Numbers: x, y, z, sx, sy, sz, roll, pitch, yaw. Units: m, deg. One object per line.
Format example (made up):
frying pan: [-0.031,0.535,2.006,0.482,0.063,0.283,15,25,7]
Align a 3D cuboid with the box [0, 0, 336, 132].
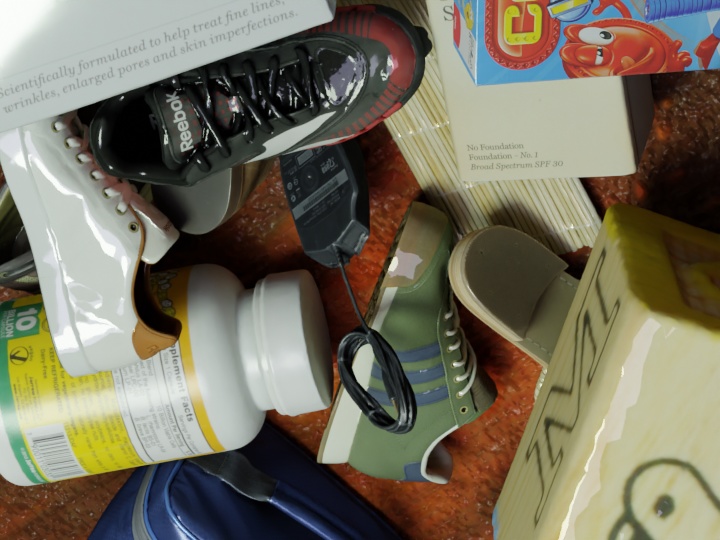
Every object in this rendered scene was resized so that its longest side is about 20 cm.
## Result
box: [-0.134,-0.208,1.539,0.198,0.131,0.201,-17,117,11]

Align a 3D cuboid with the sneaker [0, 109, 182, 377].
sneaker: [-0.148,-0.044,1.685,0.084,0.073,0.201,-11,108,12]

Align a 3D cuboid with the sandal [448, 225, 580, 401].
sandal: [0.126,0.053,1.740,0.212,0.078,0.070,43,160,-14]

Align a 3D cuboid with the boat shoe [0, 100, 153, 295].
boat shoe: [-0.169,-0.051,1.755,0.073,0.065,0.200,59,134,28]

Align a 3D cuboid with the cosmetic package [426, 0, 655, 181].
cosmetic package: [0.090,-0.152,1.586,0.103,0.073,0.201,-3,121,17]

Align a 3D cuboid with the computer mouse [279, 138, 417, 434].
computer mouse: [0.000,0.000,1.695,0.059,0.034,0.201,-32,66,41]

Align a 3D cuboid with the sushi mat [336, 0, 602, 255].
sushi mat: [0.058,-0.084,1.692,0.095,0.012,0.200,-17,115,29]

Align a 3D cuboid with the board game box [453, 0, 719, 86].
board game box: [0.147,-0.198,1.483,0.195,0.056,0.201,-5,118,-9]

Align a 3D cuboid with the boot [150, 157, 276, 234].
boot: [-0.069,-0.124,1.686,0.073,0.075,0.201,22,115,21]

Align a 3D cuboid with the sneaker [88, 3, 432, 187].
sneaker: [-0.060,-0.089,1.597,0.200,0.098,0.071,-14,97,25]

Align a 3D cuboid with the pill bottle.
pill bottle: [-0.121,0.058,1.783,0.199,0.113,0.113,-10,120,10]

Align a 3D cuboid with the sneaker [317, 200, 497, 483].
sneaker: [0.042,0.049,1.763,0.089,0.067,0.201,19,129,-1]

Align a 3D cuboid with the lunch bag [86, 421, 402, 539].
lunch bag: [-0.062,0.189,1.850,0.200,0.136,0.132,39,129,-10]

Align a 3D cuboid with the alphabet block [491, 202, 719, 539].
alphabet block: [0.193,0.105,1.605,0.195,0.196,0.201,17,107,-7]
